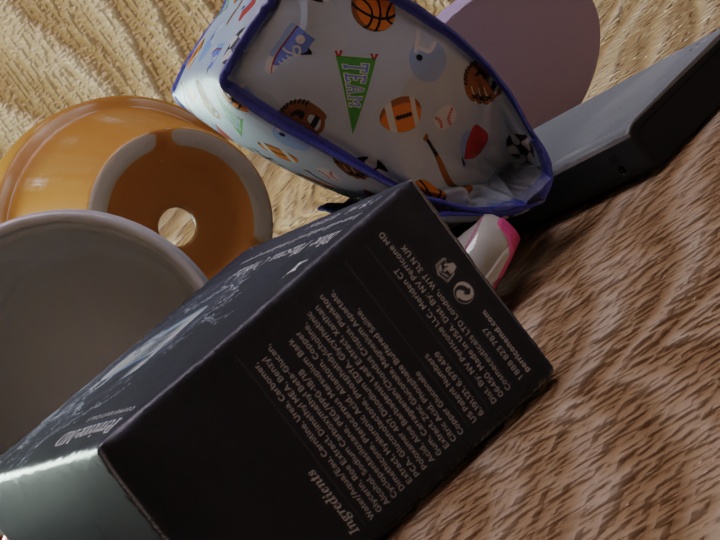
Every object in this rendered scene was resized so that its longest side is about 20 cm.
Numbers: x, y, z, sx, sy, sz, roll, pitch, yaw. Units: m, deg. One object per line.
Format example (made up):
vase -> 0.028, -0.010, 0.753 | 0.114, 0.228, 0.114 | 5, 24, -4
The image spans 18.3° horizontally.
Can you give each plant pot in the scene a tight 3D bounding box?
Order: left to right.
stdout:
plant pot -> -0.145, -0.026, 1.504 | 0.200, 0.200, 0.183 | -39, 9, -17

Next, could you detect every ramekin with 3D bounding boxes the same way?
ramekin -> -0.169, 0.062, 1.349 | 0.200, 0.200, 0.105 | -36, 1, 3

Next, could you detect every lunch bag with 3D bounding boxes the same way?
lunch bag -> 0.004, -0.092, 1.302 | 0.124, 0.200, 0.170 | -61, 15, -4

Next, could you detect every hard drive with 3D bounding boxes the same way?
hard drive -> 0.140, -0.075, 1.386 | 0.200, 0.033, 0.140 | -28, 12, 49

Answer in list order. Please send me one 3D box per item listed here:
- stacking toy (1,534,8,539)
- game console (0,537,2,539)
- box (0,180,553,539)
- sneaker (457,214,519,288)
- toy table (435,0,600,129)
stacking toy -> -0.140, 0.133, 1.155 | 0.085, 0.086, 0.200 | -28, 8, 46
game console -> -0.272, 0.224, 1.482 | 0.200, 0.118, 0.173 | -178, 110, -78
box -> -0.051, 0.075, 1.045 | 0.200, 0.118, 0.197 | -42, 10, -26
sneaker -> -0.003, 0.021, 1.243 | 0.200, 0.088, 0.081 | -34, 8, 18
toy table -> 0.066, -0.132, 1.597 | 0.200, 0.184, 0.117 | -34, 23, -23
